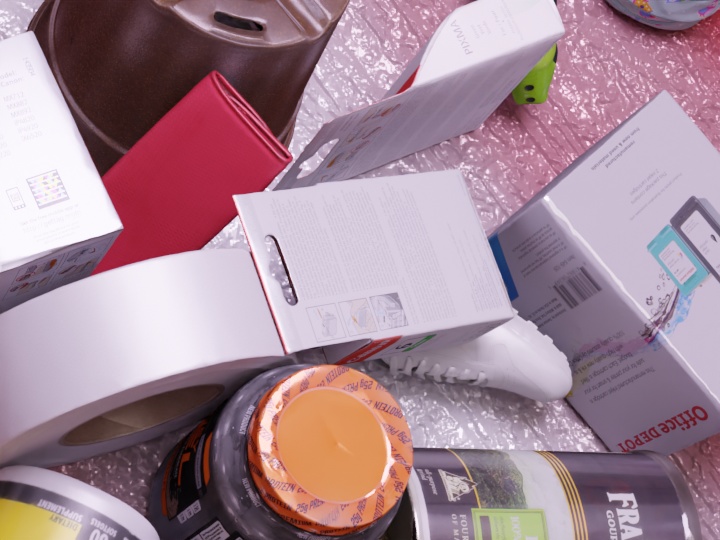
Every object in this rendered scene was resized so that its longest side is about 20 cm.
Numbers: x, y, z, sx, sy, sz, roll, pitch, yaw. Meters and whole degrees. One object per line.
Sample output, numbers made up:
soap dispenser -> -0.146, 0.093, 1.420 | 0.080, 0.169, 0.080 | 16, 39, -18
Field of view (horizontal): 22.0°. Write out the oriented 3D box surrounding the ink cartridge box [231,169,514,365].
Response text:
ink cartridge box -> 0.000, 0.000, 1.178 | 0.200, 0.050, 0.109 | -8, 73, -42

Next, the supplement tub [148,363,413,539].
supplement tub -> -0.049, 0.130, 1.133 | 0.122, 0.200, 0.123 | 8, 68, -20

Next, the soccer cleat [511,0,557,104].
soccer cleat -> 0.121, -0.211, 1.409 | 0.067, 0.081, 0.200 | -3, 48, 8

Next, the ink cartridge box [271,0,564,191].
ink cartridge box -> 0.025, -0.119, 1.277 | 0.200, 0.161, 0.050 | -21, 78, -27

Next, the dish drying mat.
dish drying mat -> -0.129, -0.039, 1.173 | 0.077, 0.200, 0.018 | 46, 33, -6

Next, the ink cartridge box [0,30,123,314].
ink cartridge box -> -0.237, -0.056, 1.123 | 0.084, 0.200, 0.176 | -21, 81, -27

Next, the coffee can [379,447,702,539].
coffee can -> 0.100, 0.189, 1.205 | 0.200, 0.146, 0.147 | 3, 70, -21

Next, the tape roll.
tape roll -> -0.141, 0.056, 1.122 | 0.202, 0.202, 0.071 | -14, 76, -26

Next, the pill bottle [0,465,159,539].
pill bottle -> -0.205, 0.226, 1.084 | 0.114, 0.114, 0.200 | 27, 64, -11

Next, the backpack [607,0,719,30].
backpack -> 0.262, -0.292, 1.459 | 0.167, 0.127, 0.200 | 17, 66, -3

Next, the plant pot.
plant pot -> -0.106, -0.167, 1.214 | 0.200, 0.198, 0.201 | 9, 64, -18

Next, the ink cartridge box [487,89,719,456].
ink cartridge box -> 0.204, 0.011, 1.312 | 0.146, 0.147, 0.200 | -40, 90, -30

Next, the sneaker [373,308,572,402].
sneaker -> 0.052, 0.046, 1.286 | 0.200, 0.076, 0.081 | 30, 70, -2
